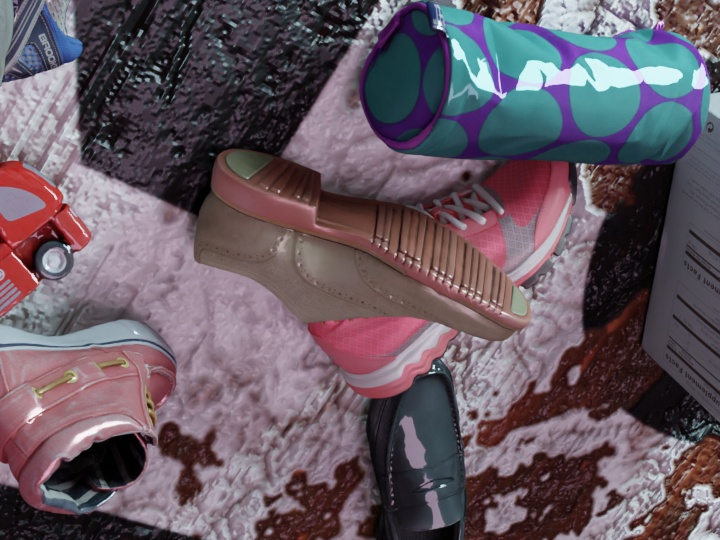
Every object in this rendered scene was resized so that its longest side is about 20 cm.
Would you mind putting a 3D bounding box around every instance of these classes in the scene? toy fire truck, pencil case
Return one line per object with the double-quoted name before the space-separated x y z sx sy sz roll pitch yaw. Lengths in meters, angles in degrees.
"toy fire truck" -0.251 -0.005 0.714 0.200 0.049 0.141 -42 107 -16
"pencil case" 0.104 -0.108 0.830 0.199 0.093 0.085 2 157 -30

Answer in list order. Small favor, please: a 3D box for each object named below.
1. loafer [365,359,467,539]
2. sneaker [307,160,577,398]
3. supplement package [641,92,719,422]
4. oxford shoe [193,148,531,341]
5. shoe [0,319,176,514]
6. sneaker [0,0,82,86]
"loafer" 0.045 0.145 0.962 0.068 0.070 0.201 -14 124 -20
"sneaker" 0.049 -0.011 0.868 0.200 0.074 0.087 -45 125 2
"supplement package" 0.279 -0.012 0.966 0.113 0.110 0.201 -10 123 -22
"oxford shoe" 0.000 0.000 0.820 0.199 0.071 0.074 25 115 0
"shoe" -0.139 0.080 0.760 0.072 0.091 0.200 -53 160 11
"sneaker" -0.157 -0.179 0.665 0.085 0.077 0.201 -11 131 -34
